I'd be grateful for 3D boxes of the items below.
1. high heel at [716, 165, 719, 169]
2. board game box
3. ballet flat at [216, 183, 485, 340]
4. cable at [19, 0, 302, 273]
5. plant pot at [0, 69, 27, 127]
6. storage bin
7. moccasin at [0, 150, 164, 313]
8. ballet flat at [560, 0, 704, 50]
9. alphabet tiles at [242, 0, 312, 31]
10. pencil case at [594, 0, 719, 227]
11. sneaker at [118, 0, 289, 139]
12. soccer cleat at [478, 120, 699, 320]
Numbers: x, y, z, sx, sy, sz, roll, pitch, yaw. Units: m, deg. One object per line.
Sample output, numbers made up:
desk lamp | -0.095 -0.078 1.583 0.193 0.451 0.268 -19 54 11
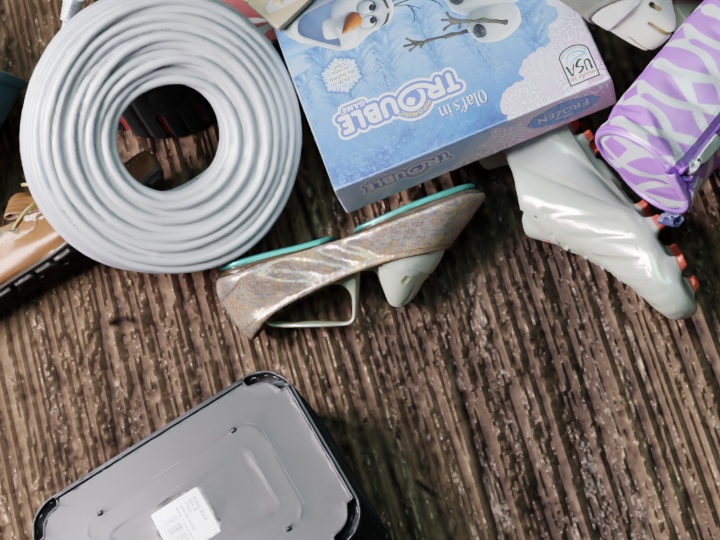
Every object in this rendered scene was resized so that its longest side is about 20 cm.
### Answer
high heel | 0.291 -0.079 1.400 0.200 0.067 0.096 17 66 34
board game box | 0.047 -0.166 1.441 0.200 0.043 0.199 -22 66 3
ballet flat | 0.000 0.000 1.452 0.200 0.068 0.067 -19 86 12
cable | -0.134 -0.095 1.443 0.200 0.069 0.200 22 88 -21
plant pot | -0.368 -0.088 1.507 0.200 0.200 0.188 22 91 20
storage bin | -0.098 0.176 1.386 0.200 0.094 0.135 -32 66 0
moccasin | -0.234 -0.031 1.512 0.201 0.074 0.078 -32 78 10
ballet flat | 0.208 -0.177 1.405 0.067 0.200 0.064 -32 66 46
alphabet tiles | -0.065 -0.282 1.489 0.167 0.008 0.200 -45 65 -8
pencil case | 0.239 -0.128 1.360 0.200 0.084 0.085 -51 22 -12
sneaker | -0.112 -0.162 1.540 0.200 0.074 0.087 -18 56 0
soccer cleat | 0.156 -0.031 1.420 0.078 0.069 0.200 -37 59 4
